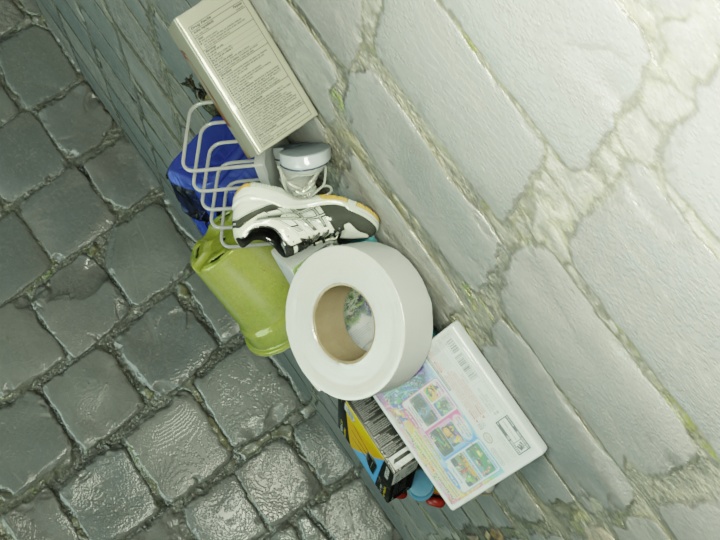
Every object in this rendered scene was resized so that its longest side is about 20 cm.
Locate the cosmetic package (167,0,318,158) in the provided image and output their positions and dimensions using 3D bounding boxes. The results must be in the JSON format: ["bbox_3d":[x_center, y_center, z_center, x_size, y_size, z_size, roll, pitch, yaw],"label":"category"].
[{"bbox_3d":[-0.154,-0.258,1.513,0.202,0.103,0.087,59,167,-10],"label":"cosmetic package"}]

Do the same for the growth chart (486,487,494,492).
[{"bbox_3d":[0.161,0.275,1.894,0.200,0.018,0.145,49,166,29],"label":"growth chart"}]

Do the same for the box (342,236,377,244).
[{"bbox_3d":[0.000,0.000,1.716,0.083,0.049,0.200,57,169,-5],"label":"box"}]

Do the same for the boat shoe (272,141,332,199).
[{"bbox_3d":[-0.080,-0.126,1.580,0.202,0.073,0.088,-154,54,-73],"label":"boat shoe"}]

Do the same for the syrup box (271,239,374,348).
[{"bbox_3d":[-0.042,0.040,1.670,0.081,0.078,0.202,37,159,56],"label":"syrup box"}]

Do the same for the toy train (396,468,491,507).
[{"bbox_3d":[0.146,0.350,1.887,0.197,0.086,0.116,16,178,-15],"label":"toy train"}]

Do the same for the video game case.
[{"bbox_3d":[0.124,0.194,1.530,0.182,0.024,0.201,-41,82,38],"label":"video game case"}]

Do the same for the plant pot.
[{"bbox_3d":[-0.168,0.003,1.872,0.184,0.201,0.200,44,176,-31],"label":"plant pot"}]

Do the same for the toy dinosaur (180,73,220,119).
[{"bbox_3d":[-0.261,-0.295,2.009,0.088,0.047,0.200,47,171,9],"label":"toy dinosaur"}]

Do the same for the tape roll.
[{"bbox_3d":[-0.004,0.066,1.530,0.070,0.203,0.203,-10,-124,-53],"label":"tape roll"}]

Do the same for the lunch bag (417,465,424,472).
[{"bbox_3d":[0.087,0.217,1.789,0.165,0.117,0.200,56,171,4],"label":"lunch bag"}]

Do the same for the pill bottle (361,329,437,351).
[{"bbox_3d":[0.094,0.165,1.626,0.201,0.110,0.111,55,169,6],"label":"pill bottle"}]

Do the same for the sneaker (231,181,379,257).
[{"bbox_3d":[-0.074,-0.053,1.539,0.076,0.196,0.089,103,173,-65],"label":"sneaker"}]

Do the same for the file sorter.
[{"bbox_3d":[-0.173,-0.142,1.718,0.201,0.122,0.141,71,-163,-54],"label":"file sorter"}]

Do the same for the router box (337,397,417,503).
[{"bbox_3d":[0.023,0.253,1.732,0.150,0.051,0.201,55,166,19],"label":"router box"}]

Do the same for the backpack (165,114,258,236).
[{"bbox_3d":[-0.212,-0.125,1.972,0.167,0.163,0.201,28,153,34],"label":"backpack"}]
